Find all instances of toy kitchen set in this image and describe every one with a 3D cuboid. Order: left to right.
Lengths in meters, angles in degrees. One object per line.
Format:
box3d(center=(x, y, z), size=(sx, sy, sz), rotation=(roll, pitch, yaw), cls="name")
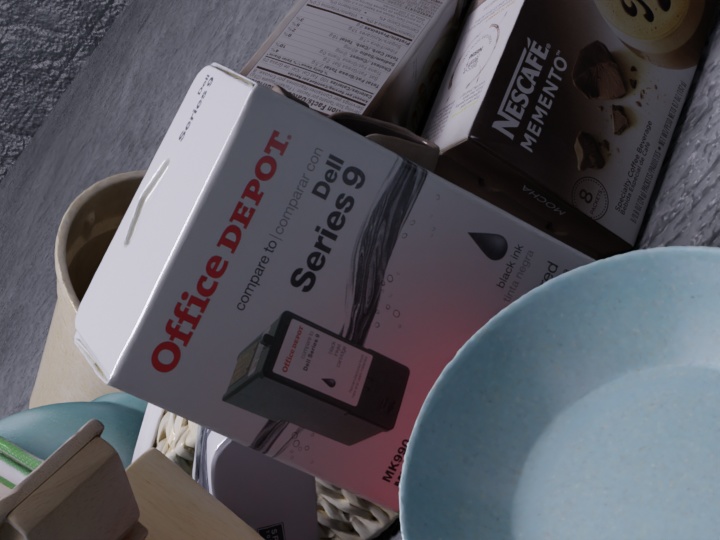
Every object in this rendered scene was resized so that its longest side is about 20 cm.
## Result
box3d(center=(-0.084, 0.178, 0.760), size=(0.200, 0.180, 0.164), rotation=(-42, -14, -46), cls="toy kitchen set")

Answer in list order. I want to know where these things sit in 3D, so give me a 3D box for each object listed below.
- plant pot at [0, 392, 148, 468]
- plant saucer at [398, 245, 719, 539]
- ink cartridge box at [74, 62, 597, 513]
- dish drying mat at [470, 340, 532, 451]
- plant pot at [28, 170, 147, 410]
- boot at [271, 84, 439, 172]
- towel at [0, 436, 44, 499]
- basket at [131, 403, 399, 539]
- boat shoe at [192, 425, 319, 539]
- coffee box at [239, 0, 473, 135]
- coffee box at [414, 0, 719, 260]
box3d(center=(-0.160, 0.158, 1.078), size=(0.200, 0.200, 0.134), rotation=(-38, 6, 46), cls="plant pot")
box3d(center=(0.114, 0.082, 0.680), size=(0.199, 0.039, 0.202), rotation=(-12, 51, 15), cls="plant saucer")
box3d(center=(-0.009, 0.017, 0.810), size=(0.147, 0.199, 0.084), rotation=(-63, 23, 3), cls="ink cartridge box")
box3d(center=(0.042, 0.131, 0.767), size=(0.077, 0.018, 0.202), rotation=(23, -93, -65), cls="dish drying mat")
box3d(center=(-0.149, 0.064, 1.279), size=(0.201, 0.199, 0.184), rotation=(-79, 16, -47), cls="plant pot")
box3d(center=(0.000, 0.000, 0.893), size=(0.147, 0.199, 0.070), rotation=(-63, 32, 10), cls="boot")
box3d(center=(-0.211, 0.162, 1.008), size=(0.023, 0.152, 0.201), rotation=(-46, -26, -43), cls="towel")
box3d(center=(-0.029, 0.059, 1.036), size=(0.123, 0.135, 0.201), rotation=(-35, 29, 41), cls="basket")
box3d(center=(-0.056, 0.150, 0.930), size=(0.068, 0.071, 0.202), rotation=(-126, 28, -62), cls="boat shoe")
box3d(center=(0.004, -0.107, 1.003), size=(0.115, 0.079, 0.200), rotation=(94, -157, -47), cls="coffee box")
box3d(center=(0.114, -0.114, 0.967), size=(0.080, 0.113, 0.201), rotation=(-23, 39, 60), cls="coffee box")
